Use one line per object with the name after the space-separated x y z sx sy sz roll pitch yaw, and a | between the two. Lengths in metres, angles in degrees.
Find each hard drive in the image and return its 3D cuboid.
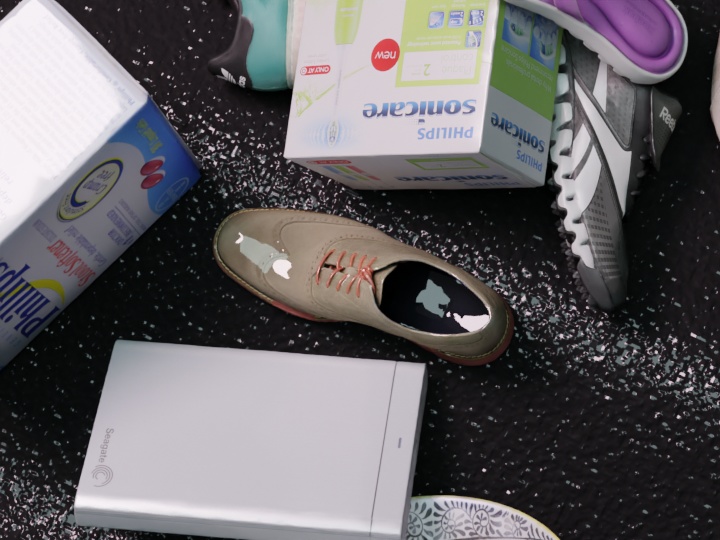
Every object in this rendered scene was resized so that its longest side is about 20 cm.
-0.065 0.106 1.453 0.199 0.027 0.132 4 50 7 | hard drive

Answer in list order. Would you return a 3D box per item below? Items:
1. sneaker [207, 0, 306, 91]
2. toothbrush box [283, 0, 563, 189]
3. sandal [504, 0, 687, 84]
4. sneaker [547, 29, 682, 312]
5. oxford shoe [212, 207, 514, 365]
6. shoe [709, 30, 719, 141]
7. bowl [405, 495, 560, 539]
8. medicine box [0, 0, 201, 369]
-0.063 -0.215 1.524 0.080 0.071 0.201 1 80 2 | sneaker
0.045 -0.156 1.467 0.145 0.086 0.201 1 79 34 | toothbrush box
0.131 -0.184 1.403 0.202 0.050 0.083 29 66 -32 | sandal
0.159 -0.076 1.474 0.090 0.066 0.201 -10 75 7 | sneaker
0.000 0.000 1.471 0.200 0.075 0.071 16 81 9 | oxford shoe
0.258 -0.117 1.485 0.070 0.053 0.201 7 82 -26 | shoe
0.036 0.231 1.394 0.200 0.094 0.201 -9 33 6 | bowl
-0.214 -0.046 1.449 0.200 0.182 0.103 -45 77 -4 | medicine box
